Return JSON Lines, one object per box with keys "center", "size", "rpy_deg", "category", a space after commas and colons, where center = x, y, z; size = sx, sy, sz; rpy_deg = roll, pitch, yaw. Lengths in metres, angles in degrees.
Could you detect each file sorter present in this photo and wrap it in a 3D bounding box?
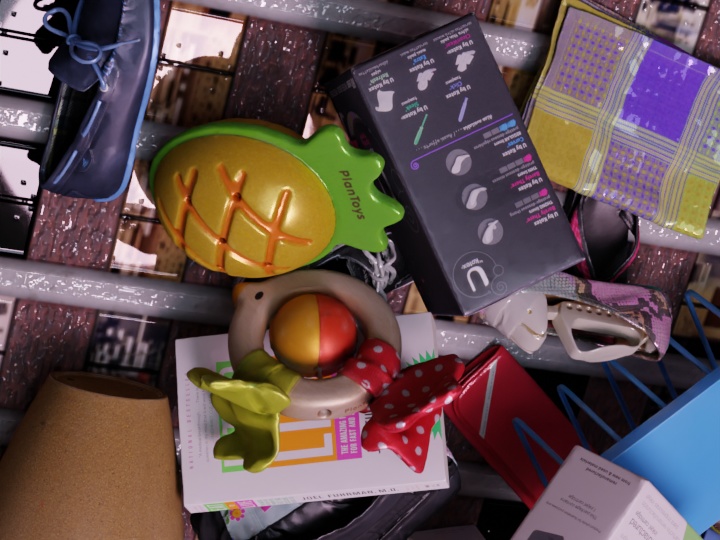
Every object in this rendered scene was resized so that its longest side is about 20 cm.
{"center": [0.247, 0.132, 1.625], "size": [0.200, 0.123, 0.139], "rpy_deg": [-35, 130, -8], "category": "file sorter"}

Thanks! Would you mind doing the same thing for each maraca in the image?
{"center": [-0.065, -0.055, 1.444], "size": [0.200, 0.107, 0.137], "rpy_deg": [-3, 132, 27], "category": "maraca"}

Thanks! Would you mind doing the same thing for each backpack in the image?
{"center": [-0.025, 0.174, 1.559], "size": [0.200, 0.127, 0.167], "rpy_deg": [-37, 150, 8], "category": "backpack"}

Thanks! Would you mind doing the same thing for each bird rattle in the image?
{"center": [-0.026, 0.064, 1.436], "size": [0.200, 0.163, 0.113], "rpy_deg": [-9, 144, 1], "category": "bird rattle"}

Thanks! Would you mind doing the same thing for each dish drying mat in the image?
{"center": [0.147, 0.150, 1.676], "size": [0.077, 0.018, 0.200], "rpy_deg": [-41, 118, 1], "category": "dish drying mat"}

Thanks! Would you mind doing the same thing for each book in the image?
{"center": [-0.037, 0.110, 1.493], "size": [0.200, 0.134, 0.048], "rpy_deg": [-7, 159, 6], "category": "book"}

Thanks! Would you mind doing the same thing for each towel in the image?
{"center": [0.218, -0.121, 1.564], "size": [0.200, 0.023, 0.144], "rpy_deg": [23, 89, -22], "category": "towel"}

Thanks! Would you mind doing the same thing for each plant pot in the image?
{"center": [-0.209, 0.184, 1.497], "size": [0.186, 0.186, 0.200], "rpy_deg": [10, 95, -22], "category": "plant pot"}

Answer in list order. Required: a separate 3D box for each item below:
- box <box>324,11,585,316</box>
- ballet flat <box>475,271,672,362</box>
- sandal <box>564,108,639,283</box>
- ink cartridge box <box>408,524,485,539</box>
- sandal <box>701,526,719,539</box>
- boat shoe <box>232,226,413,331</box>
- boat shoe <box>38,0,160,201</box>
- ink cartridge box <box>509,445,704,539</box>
{"center": [0.068, -0.075, 1.460], "size": [0.106, 0.122, 0.200], "rpy_deg": [-26, 93, -9], "category": "box"}
{"center": [0.160, 0.036, 1.560], "size": [0.200, 0.071, 0.069], "rpy_deg": [11, 145, -17], "category": "ballet flat"}
{"center": [0.197, -0.034, 1.600], "size": [0.075, 0.045, 0.200], "rpy_deg": [1, 112, -20], "category": "sandal"}
{"center": [0.096, 0.311, 1.624], "size": [0.067, 0.200, 0.117], "rpy_deg": [-3, 113, -17], "category": "ink cartridge box"}
{"center": [0.327, 0.288, 1.757], "size": [0.200, 0.087, 0.080], "rpy_deg": [30, 102, -25], "category": "sandal"}
{"center": [-0.001, -0.002, 1.535], "size": [0.199, 0.068, 0.074], "rpy_deg": [-15, 116, -12], "category": "boat shoe"}
{"center": [-0.190, -0.141, 1.404], "size": [0.069, 0.084, 0.200], "rpy_deg": [-2, 110, -30], "category": "boat shoe"}
{"center": [0.168, 0.259, 1.493], "size": [0.200, 0.084, 0.146], "rpy_deg": [-54, 131, -10], "category": "ink cartridge box"}
